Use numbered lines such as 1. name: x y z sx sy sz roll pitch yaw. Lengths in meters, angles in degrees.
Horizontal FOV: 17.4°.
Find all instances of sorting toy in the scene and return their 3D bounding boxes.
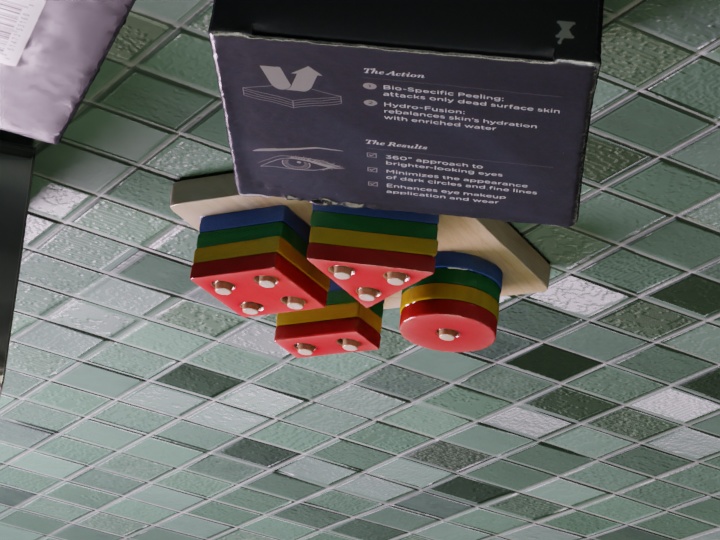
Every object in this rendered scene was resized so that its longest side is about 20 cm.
1. sorting toy: 0.000 0.000 1.615 0.198 0.070 0.200 -7 153 29

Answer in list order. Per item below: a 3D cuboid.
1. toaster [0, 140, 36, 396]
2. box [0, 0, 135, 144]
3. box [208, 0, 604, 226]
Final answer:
1. toaster: -0.290 0.006 1.575 0.118 0.182 0.200 8 158 -10
2. box: -0.152 -0.194 1.042 0.123 0.199 0.200 15 155 -14
3. box: 0.029 -0.122 1.263 0.196 0.118 0.200 5 158 4
